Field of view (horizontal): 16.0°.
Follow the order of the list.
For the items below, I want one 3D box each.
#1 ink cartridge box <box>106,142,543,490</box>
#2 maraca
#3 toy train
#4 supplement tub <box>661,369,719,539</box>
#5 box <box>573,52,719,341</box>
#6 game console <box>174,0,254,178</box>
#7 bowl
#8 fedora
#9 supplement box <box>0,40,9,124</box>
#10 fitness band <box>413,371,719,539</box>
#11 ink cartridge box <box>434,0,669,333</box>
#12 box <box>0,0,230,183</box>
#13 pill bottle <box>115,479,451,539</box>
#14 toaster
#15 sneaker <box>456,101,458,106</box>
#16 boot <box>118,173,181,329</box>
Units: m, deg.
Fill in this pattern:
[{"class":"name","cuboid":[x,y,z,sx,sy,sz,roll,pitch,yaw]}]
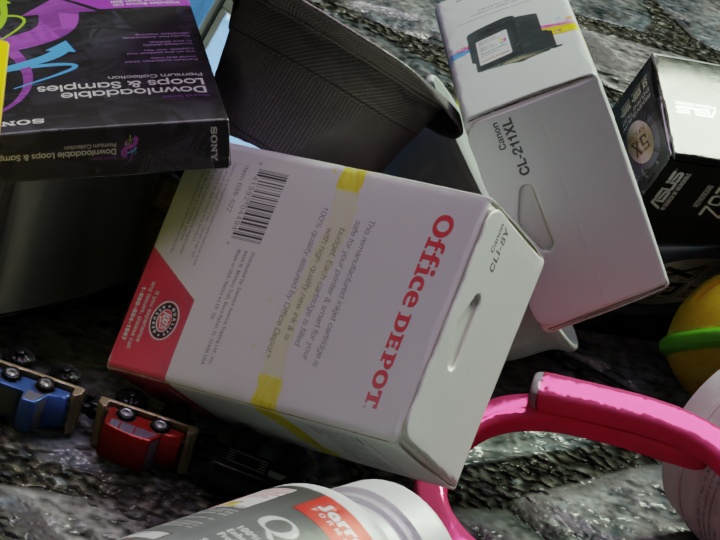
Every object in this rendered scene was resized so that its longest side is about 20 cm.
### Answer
[{"class":"ink cartridge box","cuboid":[-0.019,0.022,1.410,0.199,0.146,0.083,14,-16,32]},{"class":"maraca","cuboid":[0.278,0.050,1.685,0.136,0.108,0.200,-2,-6,34]},{"class":"toy train","cuboid":[-0.123,0.090,1.407,0.199,0.034,0.046,20,36,2]},{"class":"supplement tub","cuboid":[0.275,0.145,1.441,0.131,0.133,0.200,1,29,-34]},{"class":"box","cuboid":[0.228,-0.041,1.709,0.163,0.200,0.087,9,53,-21]},{"class":"game console","cuboid":[-0.073,-0.156,1.683,0.176,0.116,0.200,41,37,-13]},{"class":"bowl","cuboid":[0.056,-0.017,1.642,0.202,0.090,0.201,59,8,-14]},{"class":"fedora","cuboid":[-0.031,-0.100,1.505,0.176,0.091,0.200,31,2,-1]},{"class":"supplement box","cuboid":[-0.257,-0.021,1.327,0.108,0.201,0.110,11,33,-12]},{"class":"fitness band","cuboid":[0.127,0.130,1.401,0.199,0.038,0.144,14,52,13]},{"class":"ink cartridge box","cuboid":[0.113,-0.076,1.527,0.082,0.146,0.200,-20,25,5]},{"class":"box","cuboid":[-0.158,-0.109,1.470,0.142,0.036,0.200,-5,30,-10]},{"class":"pill bottle","cuboid":[-0.048,0.164,1.191,0.116,0.116,0.200,32,27,30]},{"class":"toaster","cuboid":[-0.222,-0.054,1.542,0.200,0.119,0.180,32,28,29]},{"class":"sneaker","cuboid":[0.135,-0.075,1.806,0.082,0.074,0.200,10,-9,30]},{"class":"boot","cuboid":[-0.099,0.008,1.573,0.074,0.097,0.200,22,-5,18]}]
